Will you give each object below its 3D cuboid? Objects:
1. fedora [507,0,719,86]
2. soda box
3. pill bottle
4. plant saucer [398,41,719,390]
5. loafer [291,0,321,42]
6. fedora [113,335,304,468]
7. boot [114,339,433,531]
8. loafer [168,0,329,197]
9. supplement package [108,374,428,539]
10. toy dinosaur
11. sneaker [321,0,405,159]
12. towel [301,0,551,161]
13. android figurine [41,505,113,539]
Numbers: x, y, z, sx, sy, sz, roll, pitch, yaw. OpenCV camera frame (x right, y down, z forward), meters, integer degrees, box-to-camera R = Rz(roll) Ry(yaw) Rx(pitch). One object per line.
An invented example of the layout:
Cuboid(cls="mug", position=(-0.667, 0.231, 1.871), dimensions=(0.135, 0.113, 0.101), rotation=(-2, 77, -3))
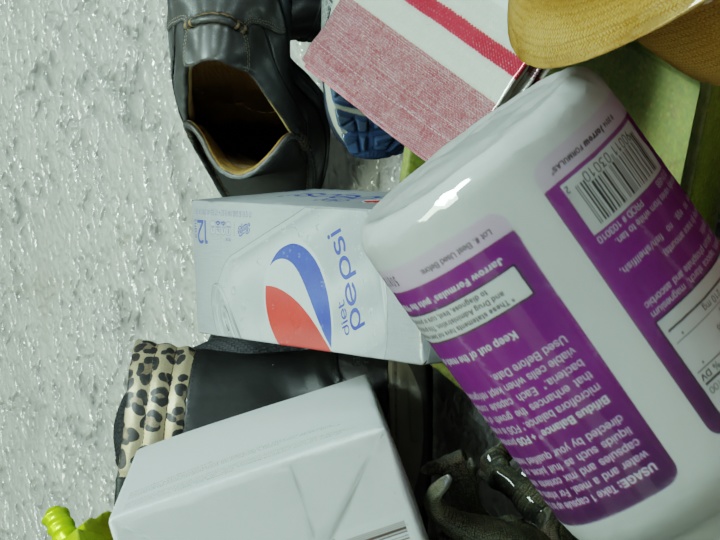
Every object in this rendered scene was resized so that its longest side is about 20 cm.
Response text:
Cuboid(cls="fedora", position=(0.145, -0.129, 0.937), dimensions=(0.200, 0.082, 0.201), rotation=(-37, 26, 22))
Cuboid(cls="soda box", position=(0.000, 0.000, 1.137), dimensions=(0.200, 0.068, 0.064), rotation=(5, 100, 58))
Cuboid(cls="pill bottle", position=(0.098, 0.033, 0.972), dimensions=(0.201, 0.112, 0.112), rotation=(54, 148, -7))
Cuboid(cls="plant saucer", position=(0.090, -0.030, 1.108), dimensions=(0.200, 0.048, 0.201), rotation=(38, 127, 50))
Cuboid(cls="loafer", position=(-0.059, -0.205, 1.305), dimensions=(0.073, 0.072, 0.201), rotation=(-54, 49, 49))
Cuboid(cls="fedora", position=(-0.069, 0.094, 1.348), dimensions=(0.200, 0.091, 0.202), rotation=(16, 109, 57))
Cuboid(cls="boot", position=(-0.043, 0.126, 1.246), dimensions=(0.073, 0.149, 0.202), rotation=(-78, -8, -79))
Cuboid(cls="loafer", position=(-0.059, -0.074, 1.247), dimensions=(0.200, 0.072, 0.073), rotation=(73, -160, -53))
Cuboid(cls="supplement package", position=(-0.029, 0.127, 1.110), dimensions=(0.200, 0.119, 0.122), rotation=(-119, 10, -85))
Cuboid(cls="toy dinosaur", position=(0.075, 0.126, 1.093), dimensions=(0.102, 0.077, 0.200), rotation=(52, 166, 27))
Cuboid(cls="sneaker", position=(0.012, -0.153, 1.212), dimensions=(0.085, 0.077, 0.202), rotation=(-163, 78, -67))
Cuboid(cls="towel", position=(0.063, -0.143, 1.078), dimensions=(0.201, 0.023, 0.144), rotation=(-57, 38, 7))
Cuboid(cls="android figurine", position=(-0.092, 0.194, 1.239), dimensions=(0.041, 0.182, 0.200), rotation=(-42, 61, 15))
